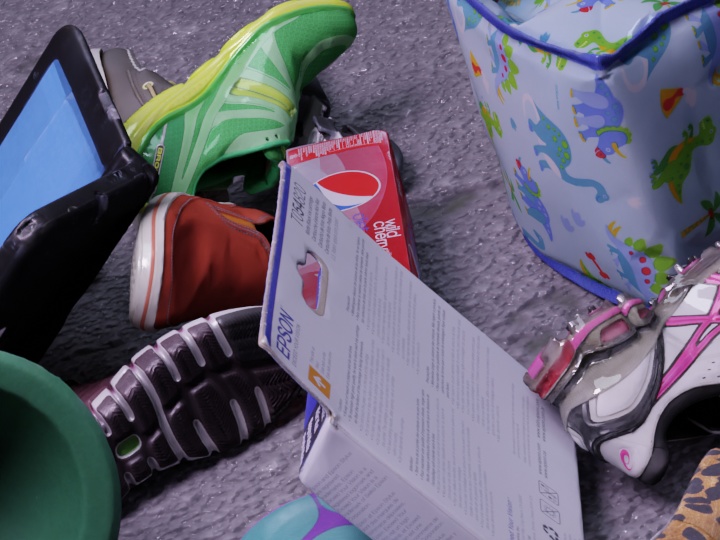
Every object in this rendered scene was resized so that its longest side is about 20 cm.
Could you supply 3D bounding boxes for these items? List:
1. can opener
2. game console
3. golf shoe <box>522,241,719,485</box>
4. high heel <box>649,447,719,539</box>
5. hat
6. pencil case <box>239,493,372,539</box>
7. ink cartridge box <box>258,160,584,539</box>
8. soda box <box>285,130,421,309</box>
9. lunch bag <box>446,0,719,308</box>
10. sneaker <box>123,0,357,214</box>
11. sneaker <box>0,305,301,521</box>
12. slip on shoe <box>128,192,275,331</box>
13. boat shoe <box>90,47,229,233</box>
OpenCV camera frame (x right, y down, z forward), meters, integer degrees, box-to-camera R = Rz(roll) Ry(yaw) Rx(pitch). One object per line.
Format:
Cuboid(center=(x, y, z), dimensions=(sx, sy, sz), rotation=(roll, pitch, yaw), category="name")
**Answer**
Cuboid(center=(-0.029, -0.090, 1.666), dimensions=(0.066, 0.053, 0.200), rotation=(11, 22, -23), category="can opener")
Cuboid(center=(-0.207, -0.010, 1.426), dimensions=(0.116, 0.200, 0.176), rotation=(42, 32, 10), category="game console")
Cuboid(center=(0.171, 0.044, 1.317), dimensions=(0.200, 0.073, 0.092), rotation=(-28, 70, -38), category="golf shoe")
Cuboid(center=(0.116, 0.129, 1.154), dimensions=(0.199, 0.072, 0.143), rotation=(-2, 31, -19), category="high heel")
Cuboid(center=(-0.227, 0.098, 1.348), dimensions=(0.199, 0.166, 0.176), rotation=(1, 11, -10), category="hat")
Cuboid(center=(0.006, 0.180, 1.132), dimensions=(0.092, 0.085, 0.200), rotation=(-51, 29, 10), category="pencil case")
Cuboid(center=(0.020, 0.061, 1.213), dimensions=(0.041, 0.200, 0.200), rotation=(-43, 17, 19), category="ink cartridge box")
Cuboid(center=(0.000, 0.000, 1.459), dimensions=(0.063, 0.070, 0.200), rotation=(-14, 30, 4), category="soda box")
Cuboid(center=(0.127, -0.089, 1.445), dimensions=(0.127, 0.170, 0.200), rotation=(-31, 30, -25), category="lunch bag")
Cuboid(center=(-0.068, -0.089, 1.584), dimensions=(0.200, 0.084, 0.074), rotation=(-42, -7, -29), category="sneaker")
Cuboid(center=(-0.131, 0.065, 1.414), dimensions=(0.200, 0.076, 0.115), rotation=(-29, 28, -20), category="sneaker")
Cuboid(center=(-0.079, -0.005, 1.455), dimensions=(0.061, 0.074, 0.200), rotation=(7, 5, 15), category="slip on shoe")
Cuboid(center=(-0.130, -0.085, 1.677), dimensions=(0.060, 0.072, 0.202), rotation=(-17, 35, -5), category="boat shoe")
